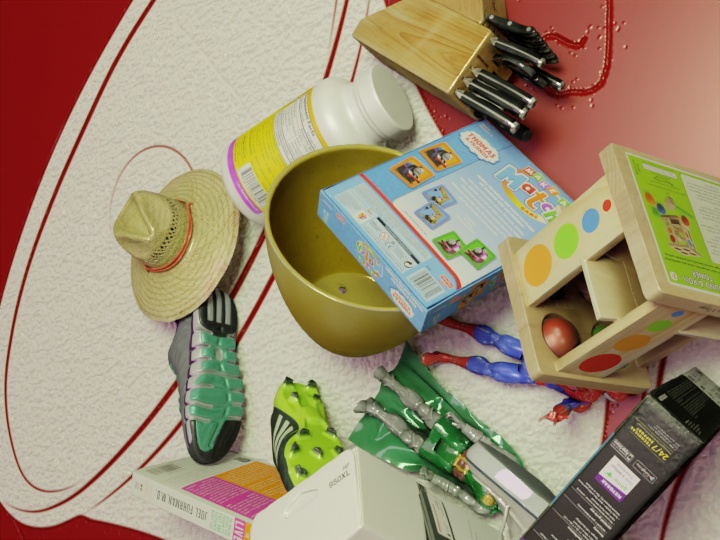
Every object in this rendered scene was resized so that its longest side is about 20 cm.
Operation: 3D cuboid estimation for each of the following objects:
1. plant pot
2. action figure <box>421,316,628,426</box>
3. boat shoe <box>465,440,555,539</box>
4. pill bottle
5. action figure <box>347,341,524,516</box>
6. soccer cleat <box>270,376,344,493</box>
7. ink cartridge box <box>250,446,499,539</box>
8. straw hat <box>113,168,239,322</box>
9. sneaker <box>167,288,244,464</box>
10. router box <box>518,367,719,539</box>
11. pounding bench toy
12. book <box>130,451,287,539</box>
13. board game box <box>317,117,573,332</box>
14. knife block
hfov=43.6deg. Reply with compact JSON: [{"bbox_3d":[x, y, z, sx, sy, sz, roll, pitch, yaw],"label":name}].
[{"bbox_3d":[0.000,0.000,0.863,0.201,0.198,0.143,50,148,26],"label":"plant pot"},{"bbox_3d":[0.137,0.085,0.807,0.198,0.099,0.066,13,94,31],"label":"action figure"},{"bbox_3d":[0.153,0.240,0.769,0.202,0.075,0.086,42,94,5],"label":"boat shoe"},{"bbox_3d":[-0.045,-0.131,0.940,0.198,0.104,0.106,-27,72,28],"label":"pill bottle"},{"bbox_3d":[0.084,0.170,0.861,0.199,0.054,0.119,34,102,27],"label":"action figure"},{"bbox_3d":[-0.058,0.184,0.903,0.200,0.067,0.082,-113,36,-66],"label":"soccer cleat"},{"bbox_3d":[0.018,0.263,0.802,0.144,0.199,0.085,-40,32,24],"label":"ink cartridge box"},{"bbox_3d":[-0.237,-0.047,1.039,0.199,0.085,0.204,-19,58,33],"label":"straw hat"},{"bbox_3d":[-0.184,0.125,1.032,0.087,0.074,0.203,-24,57,41],"label":"sneaker"},{"bbox_3d":[0.209,0.152,0.687,0.051,0.199,0.150,43,109,22],"label":"router box"},{"bbox_3d":[0.234,0.016,0.720,0.156,0.198,0.126,-46,43,45],"label":"pounding bench toy"},{"bbox_3d":[-0.124,0.238,0.943,0.198,0.133,0.049,13,97,34],"label":"book"},{"bbox_3d":[0.084,-0.049,0.802,0.152,0.198,0.037,49,150,26],"label":"board game box"},{"bbox_3d":[0.090,-0.185,0.856,0.198,0.064,0.178,-15,64,31],"label":"knife block"}]
